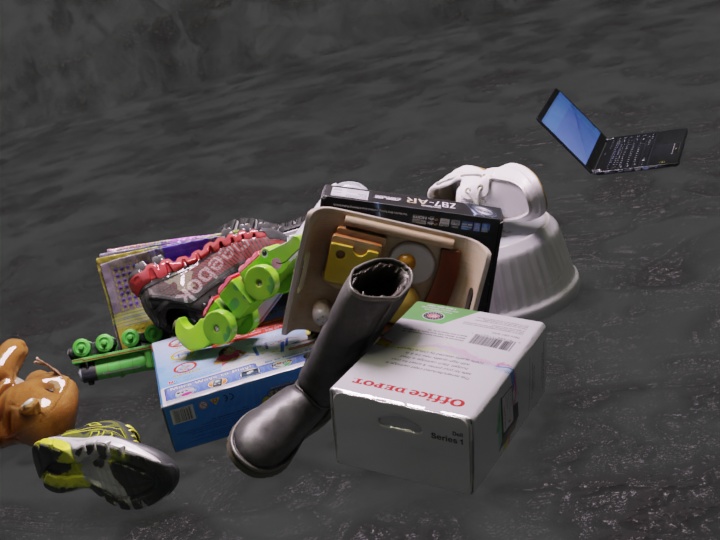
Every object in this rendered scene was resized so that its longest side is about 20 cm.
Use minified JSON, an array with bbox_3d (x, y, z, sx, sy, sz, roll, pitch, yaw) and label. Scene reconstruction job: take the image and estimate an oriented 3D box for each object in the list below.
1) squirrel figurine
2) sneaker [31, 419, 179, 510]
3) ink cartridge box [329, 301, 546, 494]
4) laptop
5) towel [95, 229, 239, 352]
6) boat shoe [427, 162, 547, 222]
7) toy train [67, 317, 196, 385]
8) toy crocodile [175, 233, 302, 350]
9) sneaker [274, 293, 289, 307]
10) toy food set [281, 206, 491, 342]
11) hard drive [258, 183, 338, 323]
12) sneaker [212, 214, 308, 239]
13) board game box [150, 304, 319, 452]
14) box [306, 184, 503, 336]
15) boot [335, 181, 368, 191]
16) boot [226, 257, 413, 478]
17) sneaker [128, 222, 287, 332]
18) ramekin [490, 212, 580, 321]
[{"bbox_3d":[-0.406,0.170,1.396,0.185,0.142,0.200,12,44,30],"label":"squirrel figurine"},{"bbox_3d":[-0.248,0.184,1.292,0.199,0.075,0.084,3,24,38],"label":"sneaker"},{"bbox_3d":[0.079,0.116,1.223,0.144,0.085,0.200,9,27,25],"label":"ink cartridge box"},{"bbox_3d":[0.388,-0.221,1.951,0.198,0.104,0.177,-5,21,21],"label":"laptop"},{"bbox_3d":[-0.222,0.032,1.593,0.198,0.145,0.023,-9,8,3],"label":"towel"},{"bbox_3d":[0.145,-0.083,1.504,0.069,0.071,0.200,-22,13,-22],"label":"boat shoe"},{"bbox_3d":[-0.258,0.096,1.561,0.198,0.057,0.042,-12,-8,-2],"label":"toy train"},{"bbox_3d":[-0.126,0.023,1.405,0.200,0.062,0.067,-44,-9,27],"label":"toy crocodile"},{"bbox_3d":[-0.179,0.038,1.632,0.198,0.071,0.108,-12,17,-28],"label":"sneaker"},{"bbox_3d":[0.026,0.024,1.352,0.198,0.145,0.060,13,20,-1],"label":"toy food set"},{"bbox_3d":[-0.076,-0.024,1.546,0.132,0.027,0.200,-52,4,21],"label":"hard drive"},{"bbox_3d":[-0.116,-0.019,1.748,0.198,0.091,0.079,-2,48,8],"label":"sneaker"},{"bbox_3d":[-0.129,0.113,1.439,0.198,0.056,0.196,-16,19,-7],"label":"board game box"},{"bbox_3d":[0.047,0.000,1.398,0.198,0.162,0.044,8,20,1],"label":"box"},{"bbox_3d":[0.000,0.000,1.499,0.073,0.201,0.096,-10,40,11],"label":"boot"},{"bbox_3d":[-0.037,0.093,1.237,0.200,0.072,0.182,-54,-7,37],"label":"boot"},{"bbox_3d":[-0.174,0.012,1.525,0.199,0.099,0.071,-22,-17,1],"label":"sneaker"},{"bbox_3d":[0.156,-0.007,1.526,0.200,0.095,0.203,-12,20,4],"label":"ramekin"}]
